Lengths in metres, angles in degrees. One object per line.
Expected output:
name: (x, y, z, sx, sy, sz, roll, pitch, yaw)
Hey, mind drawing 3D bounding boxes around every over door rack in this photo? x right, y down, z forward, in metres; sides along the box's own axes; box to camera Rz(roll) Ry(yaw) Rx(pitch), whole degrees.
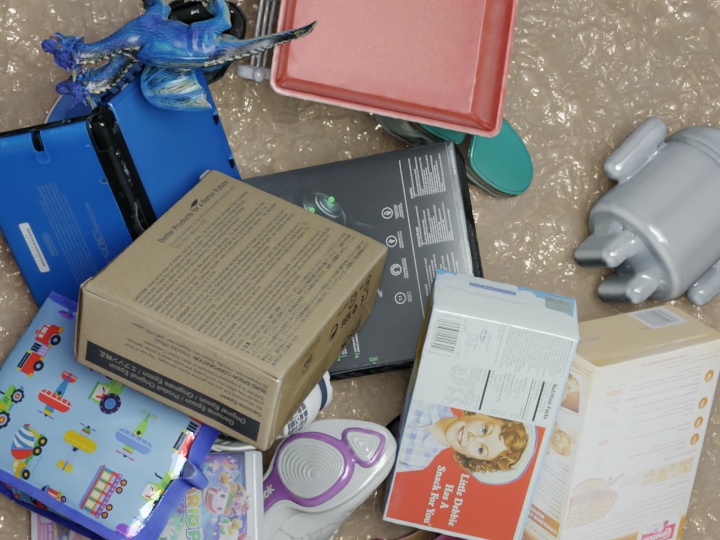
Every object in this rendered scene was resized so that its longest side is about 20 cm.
over door rack: (-0.003, -0.223, 1.334, 0.199, 0.066, 0.149, 3, 102, -38)

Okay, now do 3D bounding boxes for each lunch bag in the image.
lunch bag: (-0.191, 0.123, 1.198, 0.151, 0.199, 0.094, -59, 141, -18)

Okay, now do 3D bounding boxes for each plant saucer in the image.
plant saucer: (0.029, -0.221, 1.262, 0.198, 0.037, 0.202, 9, 86, -21)

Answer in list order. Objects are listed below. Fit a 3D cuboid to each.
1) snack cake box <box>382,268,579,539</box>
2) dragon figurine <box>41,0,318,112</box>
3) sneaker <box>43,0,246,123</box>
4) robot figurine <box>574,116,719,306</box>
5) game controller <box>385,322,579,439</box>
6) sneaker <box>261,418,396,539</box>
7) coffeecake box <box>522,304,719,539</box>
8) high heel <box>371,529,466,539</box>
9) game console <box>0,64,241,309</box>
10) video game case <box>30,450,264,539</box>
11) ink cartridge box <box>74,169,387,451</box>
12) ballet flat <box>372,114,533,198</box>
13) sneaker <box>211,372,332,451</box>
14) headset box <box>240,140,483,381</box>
snack cake box: (0.092, 0.110, 1.229, 0.114, 0.067, 0.202, 12, 117, -1)
dragon figurine: (-0.135, -0.158, 1.177, 0.198, 0.059, 0.100, 10, 51, 8)
sneaker: (-0.180, -0.161, 1.312, 0.199, 0.111, 0.077, -33, 90, -17)
robot figurine: (0.285, -0.053, 1.414, 0.200, 0.113, 0.170, -39, 107, -17)
game controller: (0.109, 0.112, 1.328, 0.199, 0.042, 0.105, -33, 134, 1)
sneaker: (-0.044, 0.185, 1.266, 0.199, 0.099, 0.075, -36, 58, 21)
coffeecake box: (0.210, 0.143, 1.311, 0.152, 0.073, 0.202, -9, 118, -35)
high heel: (0.061, 0.210, 1.329, 0.198, 0.067, 0.097, -3, 91, -20)
game console: (-0.196, -0.065, 1.278, 0.169, 0.119, 0.201, -10, 127, 10)
video game case: (-0.170, 0.220, 1.244, 0.198, 0.018, 0.145, -5, 80, 18)
ink cartridge box: (-0.093, 0.024, 1.179, 0.164, 0.076, 0.200, 23, 37, 14)
ballet flat: (0.080, -0.122, 1.383, 0.199, 0.063, 0.068, 29, 77, -47)
sneaker: (-0.122, 0.110, 1.250, 0.077, 0.198, 0.081, 66, 30, -19)
headset box: (0.000, 0.000, 1.311, 0.198, 0.093, 0.176, -11, 83, 8)
